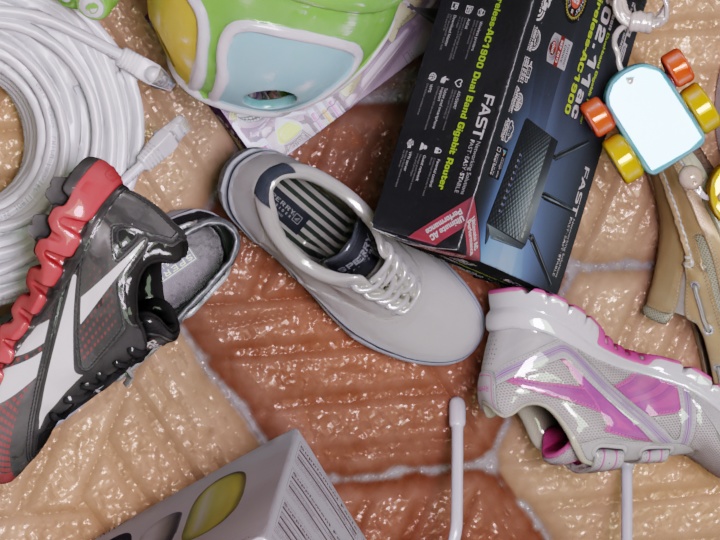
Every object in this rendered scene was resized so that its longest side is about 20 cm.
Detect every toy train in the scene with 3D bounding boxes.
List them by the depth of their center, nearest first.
[{"bbox_3d":[0.232,-0.100,1.681,0.200,0.056,0.150,19,93,-1],"label":"toy train"}]

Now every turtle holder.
[{"bbox_3d":[-0.065,-0.157,1.593,0.185,0.141,0.132,-12,137,-49],"label":"turtle holder"}]

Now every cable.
[{"bbox_3d":[-0.226,-0.079,1.623,0.200,0.069,0.200,39,83,-13],"label":"cable"}]

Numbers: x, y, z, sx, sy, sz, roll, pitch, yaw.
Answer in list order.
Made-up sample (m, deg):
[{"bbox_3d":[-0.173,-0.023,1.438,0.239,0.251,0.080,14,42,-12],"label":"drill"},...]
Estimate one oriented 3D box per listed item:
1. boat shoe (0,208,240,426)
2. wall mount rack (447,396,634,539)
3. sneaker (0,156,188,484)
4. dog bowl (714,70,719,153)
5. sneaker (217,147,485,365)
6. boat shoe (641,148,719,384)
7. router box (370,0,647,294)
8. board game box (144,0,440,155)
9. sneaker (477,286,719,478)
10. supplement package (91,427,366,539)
[{"bbox_3d":[-0.152,0.036,1.647,0.199,0.068,0.074,-33,100,-11],"label":"boat shoe"},{"bbox_3d":[0.100,0.179,1.724,0.200,0.075,0.174,14,92,-15],"label":"wall mount rack"},{"bbox_3d":[-0.158,0.042,1.577,0.098,0.071,0.201,27,103,5],"label":"sneaker"},{"bbox_3d":[0.329,-0.101,1.768,0.200,0.079,0.201,-1,92,-16],"label":"dog bowl"},{"bbox_3d":[0.000,0.000,1.676,0.200,0.071,0.073,33,89,-25],"label":"sneaker"},{"bbox_3d":[0.210,0.009,1.749,0.076,0.072,0.200,-24,97,3],"label":"boat shoe"},{"bbox_3d":[0.091,-0.095,1.668,0.062,0.150,0.200,16,88,28],"label":"router box"},{"bbox_3d":[-0.016,-0.165,1.698,0.200,0.032,0.120,-38,97,-11],"label":"board game box"},{"bbox_3d":[0.150,0.088,1.721,0.200,0.081,0.088,27,78,-14],"label":"sneaker"},{"bbox_3d":[-0.086,0.218,1.577,0.191,0.200,0.147,-30,100,10],"label":"supplement package"}]
